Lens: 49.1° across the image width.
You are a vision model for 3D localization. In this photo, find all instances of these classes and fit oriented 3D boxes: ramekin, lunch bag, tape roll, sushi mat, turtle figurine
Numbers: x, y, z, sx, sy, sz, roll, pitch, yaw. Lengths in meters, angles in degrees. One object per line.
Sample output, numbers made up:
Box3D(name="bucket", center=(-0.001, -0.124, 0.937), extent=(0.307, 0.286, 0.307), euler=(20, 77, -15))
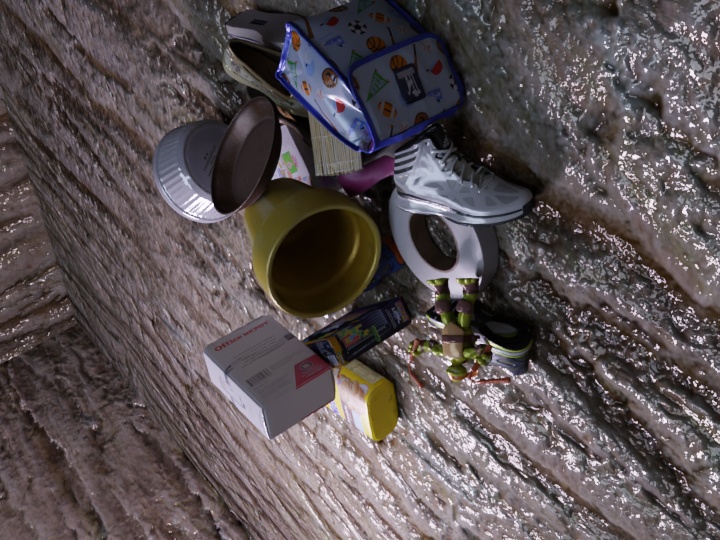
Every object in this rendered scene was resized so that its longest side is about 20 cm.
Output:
Box3D(name="ramekin", center=(-0.295, -0.201, 1.544), extent=(0.094, 0.202, 0.203), euler=(-20, 100, 49))
Box3D(name="lunch bag", center=(0.017, -0.255, 1.029), extent=(0.200, 0.170, 0.124), euler=(50, 150, 19))
Box3D(name="tape roll", center=(0.122, -0.052, 1.186), extent=(0.203, 0.037, 0.203), euler=(37, 143, 35))
Box3D(name="sushi mat", center=(-0.044, -0.241, 1.163), extent=(0.095, 0.012, 0.201), euler=(-5, 94, 39))
Box3D(name="turtle figurine", center=(0.145, 0.091, 1.130), extent=(0.200, 0.064, 0.162), euler=(-1, 90, 54))

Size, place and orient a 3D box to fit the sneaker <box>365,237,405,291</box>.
Box3D(name="sneaker", center=(0.000, 0.000, 1.377), extent=(0.076, 0.078, 0.200), euler=(57, 151, 5))

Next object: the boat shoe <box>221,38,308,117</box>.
Box3D(name="boat shoe", center=(-0.118, -0.294, 1.214), extent=(0.199, 0.074, 0.063), euler=(20, 171, -10))

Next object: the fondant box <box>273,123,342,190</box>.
Box3D(name="fondant box", center=(-0.126, -0.188, 1.422), extent=(0.200, 0.058, 0.145), euler=(-7, 112, 60))

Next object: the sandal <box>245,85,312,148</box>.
Box3D(name="sandal", center=(-0.106, -0.269, 1.295), extent=(0.200, 0.080, 0.054), euler=(39, 156, 22))

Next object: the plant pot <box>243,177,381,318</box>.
Box3D(name="plant pot", center=(-0.095, -0.055, 1.273), extent=(0.189, 0.200, 0.201), euler=(47, 151, 48))

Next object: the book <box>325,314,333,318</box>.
Box3D(name="book", center=(-0.111, -0.014, 1.579), extent=(0.133, 0.048, 0.201), euler=(23, 133, 41))

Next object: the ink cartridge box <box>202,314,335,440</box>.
Box3D(name="ink cartridge box", center=(-0.160, 0.180, 1.381), extent=(0.200, 0.146, 0.083), euler=(34, 142, 42))

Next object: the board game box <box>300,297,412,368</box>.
Box3D(name="board game box", center=(-0.025, 0.120, 1.435), extent=(0.057, 0.165, 0.200), euler=(62, 151, -4))

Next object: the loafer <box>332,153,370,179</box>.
Box3D(name="loafer", center=(-0.020, -0.228, 1.209), extent=(0.070, 0.070, 0.201), euler=(35, 142, 39))

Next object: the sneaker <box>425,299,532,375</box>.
Box3D(name="sneaker", center=(0.178, 0.103, 1.208), extent=(0.200, 0.074, 0.081), euler=(28, 141, 46))

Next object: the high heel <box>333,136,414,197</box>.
Box3D(name="high heel", center=(0.051, -0.144, 1.167), extent=(0.199, 0.067, 0.096), euler=(15, 133, 36))

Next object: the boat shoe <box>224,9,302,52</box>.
Box3D(name="boat shoe", center=(-0.135, -0.361, 1.282), extent=(0.200, 0.075, 0.093), euler=(31, 155, 42))

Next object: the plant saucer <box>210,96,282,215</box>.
Box3D(name="plant saucer", center=(-0.180, -0.182, 1.282), extent=(0.200, 0.037, 0.201), euler=(-27, 55, 45))

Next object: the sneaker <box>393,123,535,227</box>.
Box3D(name="sneaker", center=(0.127, -0.127, 1.027), extent=(0.200, 0.076, 0.116), euler=(10, 130, 29))

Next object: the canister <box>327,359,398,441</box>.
Box3D(name="canister", center=(-0.019, 0.246, 1.626), extent=(0.200, 0.086, 0.149), euler=(27, 138, 42))
